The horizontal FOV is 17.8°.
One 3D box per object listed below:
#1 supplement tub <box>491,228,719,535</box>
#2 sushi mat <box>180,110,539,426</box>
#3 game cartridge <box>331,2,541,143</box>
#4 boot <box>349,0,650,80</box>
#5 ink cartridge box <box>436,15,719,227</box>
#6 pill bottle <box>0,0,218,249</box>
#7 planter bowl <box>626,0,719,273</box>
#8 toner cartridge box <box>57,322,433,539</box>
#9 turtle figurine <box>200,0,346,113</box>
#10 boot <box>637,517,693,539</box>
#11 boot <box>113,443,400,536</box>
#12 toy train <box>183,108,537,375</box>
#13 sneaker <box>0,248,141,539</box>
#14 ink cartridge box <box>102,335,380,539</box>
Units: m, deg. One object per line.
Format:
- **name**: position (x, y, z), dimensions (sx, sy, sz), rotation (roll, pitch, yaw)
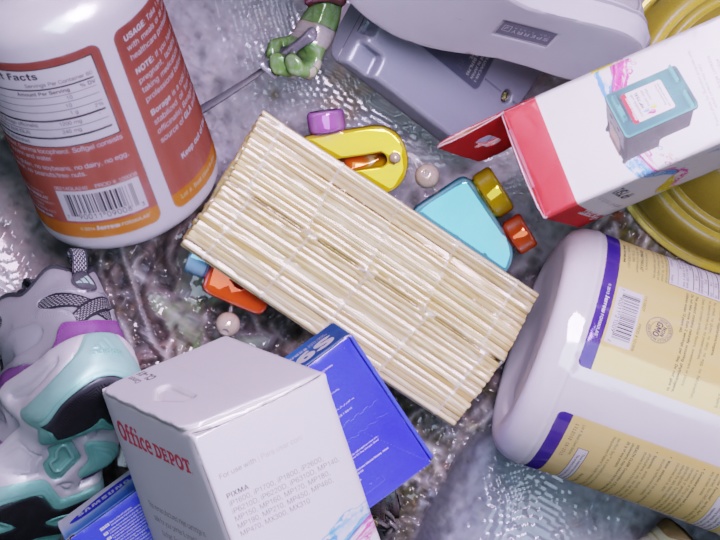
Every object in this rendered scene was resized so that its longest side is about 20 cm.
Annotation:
- **supplement tub**: position (0.191, 0.072, 1.347), dimensions (0.199, 0.145, 0.146), rotation (20, 91, -4)
- **sushi mat**: position (0.000, 0.000, 1.350), dimensions (0.200, 0.012, 0.096), rotation (34, 96, -4)
- **game cartridge**: position (0.073, -0.177, 1.347), dimensions (0.133, 0.041, 0.200), rotation (36, 78, -44)
- **boot**: position (0.072, -0.175, 1.284), dimensions (0.200, 0.074, 0.096), rotation (16, 53, -31)
- **ink cartridge box**: position (0.154, -0.078, 1.283), dimensions (0.200, 0.116, 0.067), rotation (-23, 82, 14)
- **pill bottle**: position (-0.159, -0.121, 1.298), dimensions (0.112, 0.112, 0.200), rotation (-18, 125, -2)
- **planter bowl**: position (0.247, -0.094, 1.374), dimensions (0.200, 0.083, 0.201), rotation (0, 92, -3)
- **toner cartridge box**: position (-0.066, 0.127, 1.326), dimensions (0.200, 0.043, 0.095), rotation (-35, 105, -8)
- **turtle figurine**: position (-0.075, -0.174, 1.289), dimensions (0.199, 0.194, 0.144), rotation (-10, 86, 3)
- **boot**: position (0.185, 0.273, 1.392), dimensions (0.154, 0.072, 0.200), rotation (-35, 88, -1)
- **boot**: position (-0.062, 0.148, 1.378), dimensions (0.174, 0.069, 0.201), rotation (1, 96, -7)
- **toy train**: position (0.003, -0.015, 1.383), dimensions (0.199, 0.056, 0.151), rotation (18, 97, -3)
- **sneaker**: position (-0.190, 0.068, 1.362), dimensions (0.078, 0.200, 0.140), rotation (8, 47, -33)
- **ink cartridge box**: position (-0.051, 0.149, 1.230), dimensions (0.085, 0.148, 0.201), rotation (-22, 106, -22)
